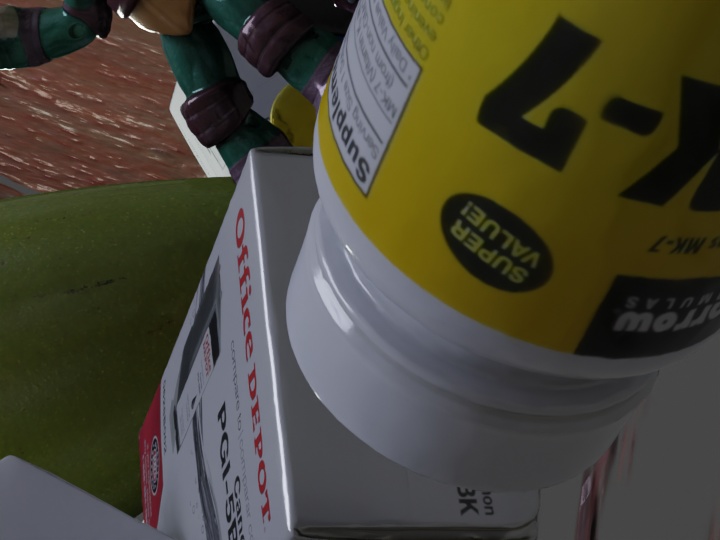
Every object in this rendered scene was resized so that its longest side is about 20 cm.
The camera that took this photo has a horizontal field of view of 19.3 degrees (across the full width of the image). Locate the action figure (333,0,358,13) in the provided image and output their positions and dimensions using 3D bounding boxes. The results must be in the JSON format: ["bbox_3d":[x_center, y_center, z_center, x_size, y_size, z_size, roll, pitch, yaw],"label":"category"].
[{"bbox_3d":[0.039,-0.170,0.814,0.200,0.149,0.134,-33,-19,-50],"label":"action figure"}]

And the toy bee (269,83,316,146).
[{"bbox_3d":[0.000,0.000,0.850,0.131,0.108,0.201,45,141,33],"label":"toy bee"}]

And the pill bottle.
[{"bbox_3d":[0.055,-0.049,0.483,0.115,0.113,0.201,-79,9,-48],"label":"pill bottle"}]

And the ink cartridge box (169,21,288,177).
[{"bbox_3d":[-0.015,-0.104,1.090,0.146,0.083,0.200,-32,-1,-10],"label":"ink cartridge box"}]

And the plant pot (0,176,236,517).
[{"bbox_3d":[-0.130,0.040,0.954,0.187,0.198,0.189,157,90,-88],"label":"plant pot"}]

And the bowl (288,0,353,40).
[{"bbox_3d":[0.017,-0.174,0.868,0.039,0.200,0.202,30,105,43],"label":"bowl"}]

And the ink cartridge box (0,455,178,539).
[{"bbox_3d":[-0.145,0.188,0.737,0.147,0.085,0.202,-33,-39,-54],"label":"ink cartridge box"}]

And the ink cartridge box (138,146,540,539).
[{"bbox_3d":[-0.018,0.072,0.738,0.200,0.082,0.148,116,152,-52],"label":"ink cartridge box"}]

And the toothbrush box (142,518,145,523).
[{"bbox_3d":[-0.101,0.211,1.220,0.147,0.085,0.201,121,168,-62],"label":"toothbrush box"}]

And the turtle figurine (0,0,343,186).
[{"bbox_3d":[-0.082,-0.109,0.777,0.101,0.200,0.150,-45,0,-27],"label":"turtle figurine"}]
